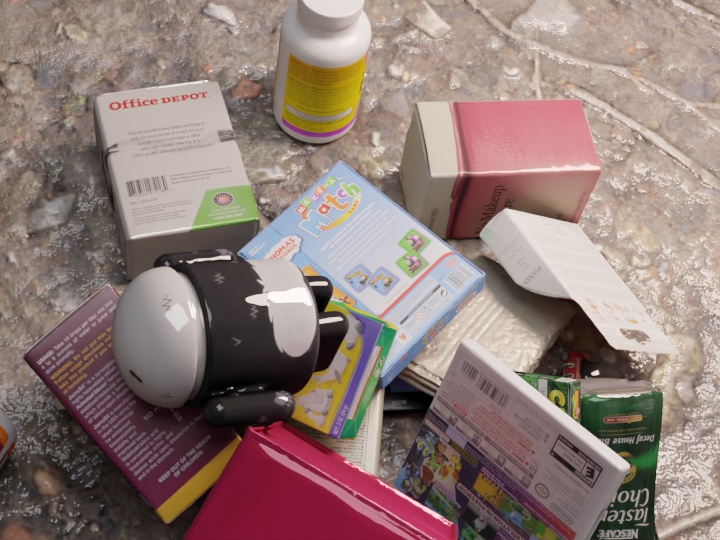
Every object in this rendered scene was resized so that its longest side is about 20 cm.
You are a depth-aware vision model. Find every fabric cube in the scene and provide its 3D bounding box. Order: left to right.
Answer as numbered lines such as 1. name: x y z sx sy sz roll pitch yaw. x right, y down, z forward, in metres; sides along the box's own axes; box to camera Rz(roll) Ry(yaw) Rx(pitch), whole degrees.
1. fabric cube: -0.048 0.263 1.041 0.196 0.200 0.200 31 88 7

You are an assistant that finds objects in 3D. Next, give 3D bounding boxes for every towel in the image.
1. towel: 0.127 0.070 1.290 0.132 0.035 0.200 31 49 18

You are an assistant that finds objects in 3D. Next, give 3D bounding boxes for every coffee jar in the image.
1. coffee jar: 0.234 0.208 1.184 0.104 0.085 0.201 -2 95 -16

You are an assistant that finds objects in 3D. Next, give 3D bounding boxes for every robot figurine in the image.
1. robot figurine: -0.114 0.054 1.065 0.199 0.126 0.150 -4 12 -29

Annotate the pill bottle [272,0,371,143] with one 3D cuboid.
1. pill bottle: -0.044 -0.246 1.426 0.104 0.200 0.105 4 56 -6

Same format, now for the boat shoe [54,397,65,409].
1. boat shoe: -0.217 0.080 1.250 0.200 0.072 0.061 -19 92 -19

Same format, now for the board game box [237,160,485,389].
1. board game box: 0.000 0.000 1.233 0.200 0.037 0.151 40 70 20

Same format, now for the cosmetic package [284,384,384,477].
1. cosmetic package: -0.029 0.150 1.218 0.103 0.073 0.201 4 65 4

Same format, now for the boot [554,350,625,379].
1. boot: 0.190 0.148 1.282 0.199 0.073 0.145 5 55 -16

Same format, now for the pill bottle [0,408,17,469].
1. pill bottle: -0.407 0.205 1.119 0.112 0.113 0.201 22 55 6

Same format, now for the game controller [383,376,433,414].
1. game controller: 0.081 0.101 1.311 0.199 0.042 0.105 -1 57 -9

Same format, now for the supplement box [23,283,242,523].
1. supplement box: -0.209 0.124 1.149 0.103 0.131 0.200 -41 94 -13

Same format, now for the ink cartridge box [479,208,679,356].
1. ink cartridge box: 0.236 0.025 1.328 0.161 0.050 0.200 8 42 -50

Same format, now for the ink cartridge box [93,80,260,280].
1. ink cartridge box: -0.207 -0.103 1.375 0.145 0.084 0.201 -10 59 -16

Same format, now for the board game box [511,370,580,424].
1. board game box: 0.157 0.197 1.166 0.104 0.201 0.023 6 8 43

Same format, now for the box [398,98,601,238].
1. box: 0.155 -0.115 1.415 0.199 0.128 0.109 -3 58 -10

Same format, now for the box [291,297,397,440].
1. box: -0.077 0.069 1.177 0.199 0.048 0.118 21 90 24

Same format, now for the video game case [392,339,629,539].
1. video game case: 0.134 0.194 1.159 0.200 0.183 0.023 39 28 32
